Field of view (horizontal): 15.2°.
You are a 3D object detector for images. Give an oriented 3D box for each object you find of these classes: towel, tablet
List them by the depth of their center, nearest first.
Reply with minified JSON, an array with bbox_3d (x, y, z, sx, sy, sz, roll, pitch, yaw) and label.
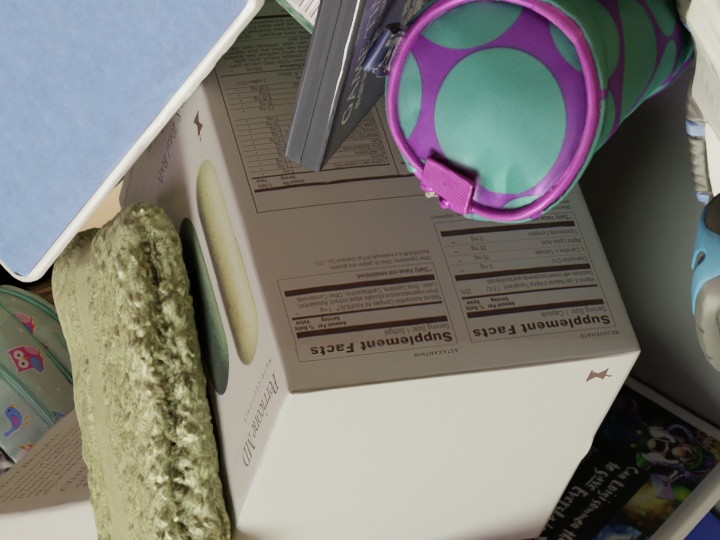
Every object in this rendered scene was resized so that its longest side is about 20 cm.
[{"bbox_3d":[-0.132,-0.096,1.112,0.130,0.014,0.200,46,128,4],"label":"tablet"},{"bbox_3d":[-0.092,0.076,1.147,0.148,0.036,0.201,162,100,-72],"label":"towel"}]

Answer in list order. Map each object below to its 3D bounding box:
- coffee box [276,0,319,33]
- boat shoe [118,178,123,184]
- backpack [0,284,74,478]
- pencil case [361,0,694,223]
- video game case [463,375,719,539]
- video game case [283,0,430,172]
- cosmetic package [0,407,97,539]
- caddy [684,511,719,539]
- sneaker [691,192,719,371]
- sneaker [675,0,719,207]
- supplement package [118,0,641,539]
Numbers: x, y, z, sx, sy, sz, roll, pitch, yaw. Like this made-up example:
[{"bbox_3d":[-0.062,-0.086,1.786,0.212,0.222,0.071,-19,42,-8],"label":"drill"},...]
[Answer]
[{"bbox_3d":[-0.038,-0.180,1.099,0.200,0.123,0.044,43,128,7],"label":"coffee box"},{"bbox_3d":[-0.189,-0.074,1.326,0.091,0.200,0.071,-27,68,48],"label":"boat shoe"},{"bbox_3d":[-0.196,0.096,1.531,0.200,0.127,0.167,43,156,3],"label":"backpack"},{"bbox_3d":[0.071,-0.083,1.015,0.085,0.200,0.092,42,115,3],"label":"pencil case"},{"bbox_3d":[0.050,0.092,1.210,0.181,0.200,0.023,31,134,20],"label":"video game case"},{"bbox_3d":[0.036,-0.143,0.983,0.019,0.200,0.143,28,136,12],"label":"video game case"},{"bbox_3d":[-0.068,0.136,1.402,0.200,0.167,0.167,-15,114,52],"label":"cosmetic package"},{"bbox_3d":[0.131,0.195,1.308,0.200,0.105,0.141,51,143,-7],"label":"caddy"},{"bbox_3d":[0.196,0.016,1.051,0.082,0.074,0.200,-1,164,36],"label":"sneaker"},{"bbox_3d":[0.162,-0.108,1.025,0.077,0.076,0.201,4,133,21],"label":"sneaker"},{"bbox_3d":[0.000,0.000,1.140,0.152,0.150,0.201,111,147,-52],"label":"supplement package"}]
